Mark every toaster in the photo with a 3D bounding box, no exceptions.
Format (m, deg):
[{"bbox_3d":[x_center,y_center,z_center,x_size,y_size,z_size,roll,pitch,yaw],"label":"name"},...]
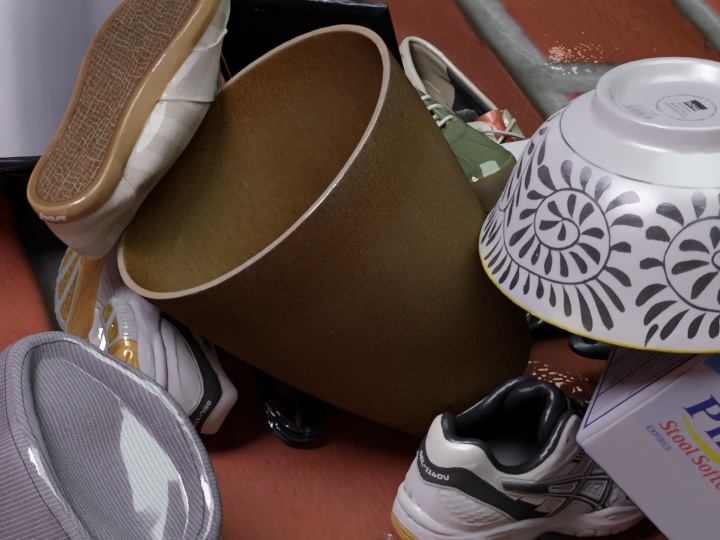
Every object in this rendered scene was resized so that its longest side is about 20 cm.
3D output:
[{"bbox_3d":[-0.190,-0.117,1.156,0.181,0.119,0.200,-5,11,-25],"label":"toaster"}]

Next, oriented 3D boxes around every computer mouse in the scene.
[{"bbox_3d":[-0.039,0.035,1.134,0.059,0.034,0.200,24,37,-15],"label":"computer mouse"}]

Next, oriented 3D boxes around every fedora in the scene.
[{"bbox_3d":[-0.137,0.100,0.896,0.177,0.090,0.200,-7,56,-40],"label":"fedora"}]

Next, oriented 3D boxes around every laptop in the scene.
[{"bbox_3d":[-0.050,-0.167,1.259,0.200,0.177,0.103,9,62,17],"label":"laptop"}]

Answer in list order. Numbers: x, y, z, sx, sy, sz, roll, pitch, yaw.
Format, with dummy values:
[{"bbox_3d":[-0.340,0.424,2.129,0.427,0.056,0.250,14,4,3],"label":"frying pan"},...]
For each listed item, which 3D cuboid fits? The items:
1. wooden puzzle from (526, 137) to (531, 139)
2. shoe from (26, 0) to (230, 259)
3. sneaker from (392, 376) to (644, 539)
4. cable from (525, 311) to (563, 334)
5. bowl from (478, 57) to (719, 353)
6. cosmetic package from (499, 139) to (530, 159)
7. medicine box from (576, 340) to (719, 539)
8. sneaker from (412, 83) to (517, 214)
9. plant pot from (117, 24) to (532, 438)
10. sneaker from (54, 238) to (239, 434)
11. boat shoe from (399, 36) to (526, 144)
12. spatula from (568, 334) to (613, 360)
[{"bbox_3d":[0.238,-0.057,1.354,0.185,0.037,0.200,-17,45,-38],"label":"wooden puzzle"},{"bbox_3d":[-0.123,-0.094,1.052,0.070,0.053,0.200,4,55,33],"label":"shoe"},{"bbox_3d":[0.110,0.097,1.026,0.200,0.088,0.076,-17,42,-39],"label":"sneaker"},{"bbox_3d":[0.106,0.017,1.186,0.097,0.050,0.200,35,39,27],"label":"cable"},{"bbox_3d":[0.161,-0.050,0.962,0.201,0.094,0.201,0,29,0],"label":"bowl"},{"bbox_3d":[0.120,-0.039,1.170,0.200,0.083,0.051,-8,31,17],"label":"cosmetic package"},{"bbox_3d":[0.231,0.079,1.026,0.182,0.103,0.200,47,35,-9],"label":"medicine box"},{"bbox_3d":[0.008,-0.089,1.142,0.067,0.090,0.200,-36,31,-30],"label":"sneaker"},{"bbox_3d":[0.000,0.000,1.042,0.200,0.186,0.186,46,19,-31],"label":"plant pot"},{"bbox_3d":[-0.121,0.027,1.089,0.088,0.076,0.200,19,31,-26],"label":"sneaker"},{"bbox_3d":[0.081,-0.090,1.324,0.071,0.063,0.200,-11,42,-35],"label":"boat shoe"},{"bbox_3d":[0.218,0.056,1.184,0.200,0.021,0.057,10,34,-24],"label":"spatula"}]
